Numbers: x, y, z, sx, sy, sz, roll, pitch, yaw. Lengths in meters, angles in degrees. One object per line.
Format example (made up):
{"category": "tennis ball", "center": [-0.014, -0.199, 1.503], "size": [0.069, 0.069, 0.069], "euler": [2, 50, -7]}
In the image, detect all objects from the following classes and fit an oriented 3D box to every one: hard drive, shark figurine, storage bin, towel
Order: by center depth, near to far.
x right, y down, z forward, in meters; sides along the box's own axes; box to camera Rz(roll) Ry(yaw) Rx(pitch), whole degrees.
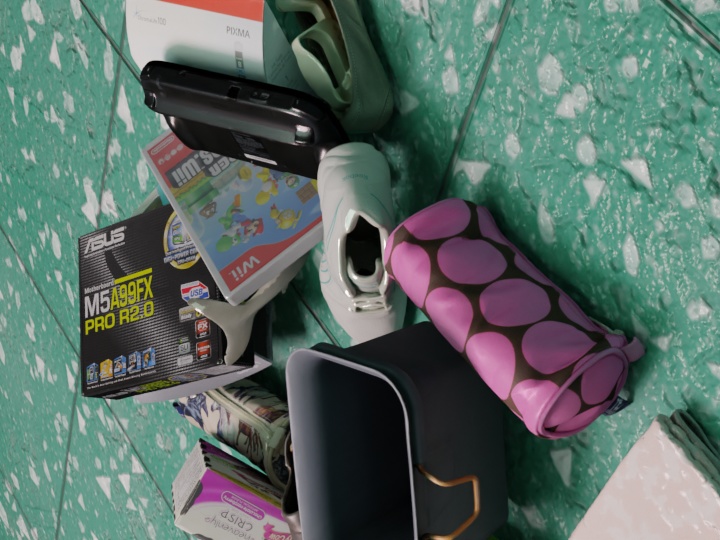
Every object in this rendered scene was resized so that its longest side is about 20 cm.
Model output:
{"category": "towel", "center": [0.228, 0.220, 0.916], "size": [0.200, 0.032, 0.192], "euler": [53, 142, 28]}
{"category": "storage bin", "center": [0.045, 0.137, 1.025], "size": [0.145, 0.134, 0.202], "euler": [14, 118, 43]}
{"category": "shark figurine", "center": [-0.060, -0.027, 1.185], "size": [0.127, 0.090, 0.216], "euler": [-2, 64, 22]}
{"category": "hard drive", "center": [-0.166, 0.051, 1.348], "size": [0.199, 0.042, 0.136], "euler": [-19, 66, 41]}

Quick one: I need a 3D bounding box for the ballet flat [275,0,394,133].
{"category": "ballet flat", "center": [-0.032, -0.202, 1.087], "size": [0.067, 0.063, 0.202], "euler": [-31, 78, 54]}

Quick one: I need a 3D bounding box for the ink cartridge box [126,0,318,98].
{"category": "ink cartridge box", "center": [-0.133, -0.192, 1.111], "size": [0.159, 0.047, 0.200], "euler": [19, 155, 35]}

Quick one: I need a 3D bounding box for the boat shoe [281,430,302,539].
{"category": "boat shoe", "center": [-0.022, 0.156, 1.150], "size": [0.074, 0.201, 0.074], "euler": [-23, 119, 19]}

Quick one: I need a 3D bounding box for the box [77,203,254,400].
{"category": "box", "center": [-0.185, 0.026, 1.282], "size": [0.199, 0.044, 0.162], "euler": [-15, 73, 39]}

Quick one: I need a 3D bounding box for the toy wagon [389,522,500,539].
{"category": "toy wagon", "center": [0.034, 0.282, 1.120], "size": [0.198, 0.040, 0.157], "euler": [10, 94, 12]}

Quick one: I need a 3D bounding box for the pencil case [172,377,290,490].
{"category": "pencil case", "center": [-0.107, 0.145, 1.344], "size": [0.199, 0.089, 0.078], "euler": [24, 87, 52]}

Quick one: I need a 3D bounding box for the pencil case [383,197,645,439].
{"category": "pencil case", "center": [0.103, 0.027, 0.969], "size": [0.200, 0.094, 0.091], "euler": [47, -176, 35]}

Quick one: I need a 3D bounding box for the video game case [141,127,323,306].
{"category": "video game case", "center": [-0.093, -0.081, 1.165], "size": [0.201, 0.143, 0.017], "euler": [55, -176, 38]}

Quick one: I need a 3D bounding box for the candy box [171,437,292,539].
{"category": "candy box", "center": [-0.102, 0.223, 1.269], "size": [0.136, 0.061, 0.200], "euler": [31, 177, -8]}

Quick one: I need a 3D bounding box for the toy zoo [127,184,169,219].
{"category": "toy zoo", "center": [-0.165, -0.033, 1.319], "size": [0.200, 0.020, 0.132], "euler": [-43, 57, 28]}

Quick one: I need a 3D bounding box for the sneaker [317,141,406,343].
{"category": "sneaker", "center": [0.000, 0.000, 1.078], "size": [0.081, 0.070, 0.201], "euler": [-97, -2, -46]}

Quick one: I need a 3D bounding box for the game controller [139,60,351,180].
{"category": "game controller", "center": [-0.090, -0.118, 1.106], "size": [0.199, 0.042, 0.104], "euler": [17, 164, 34]}
